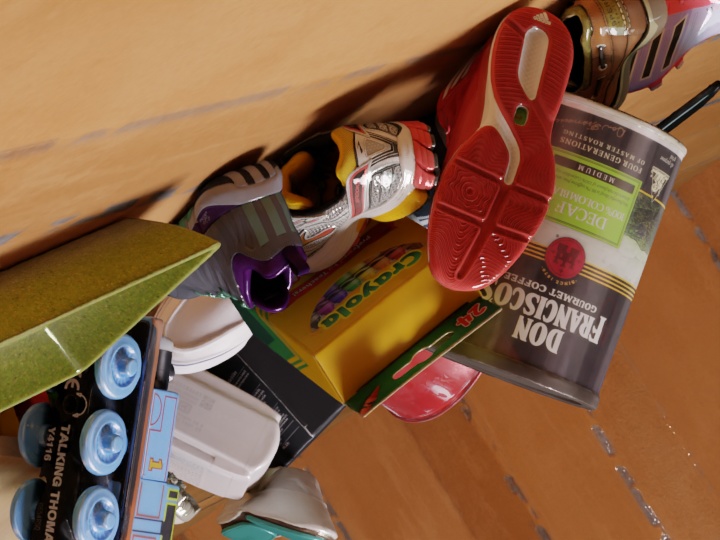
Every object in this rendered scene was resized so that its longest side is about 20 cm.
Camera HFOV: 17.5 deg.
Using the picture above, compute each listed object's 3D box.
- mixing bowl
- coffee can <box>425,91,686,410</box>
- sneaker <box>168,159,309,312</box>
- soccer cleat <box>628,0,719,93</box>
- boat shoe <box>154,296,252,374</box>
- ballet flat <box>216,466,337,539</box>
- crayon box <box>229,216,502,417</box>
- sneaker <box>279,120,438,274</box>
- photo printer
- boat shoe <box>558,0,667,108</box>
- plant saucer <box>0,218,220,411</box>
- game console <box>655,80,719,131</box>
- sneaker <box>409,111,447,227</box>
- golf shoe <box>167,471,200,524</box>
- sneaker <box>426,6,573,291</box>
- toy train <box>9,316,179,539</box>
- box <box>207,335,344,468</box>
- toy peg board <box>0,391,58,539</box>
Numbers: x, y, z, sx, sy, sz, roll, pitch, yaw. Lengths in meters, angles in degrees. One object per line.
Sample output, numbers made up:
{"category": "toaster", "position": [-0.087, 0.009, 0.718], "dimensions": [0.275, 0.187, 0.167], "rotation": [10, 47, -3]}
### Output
{"category": "mixing bowl", "position": [0.027, 0.018, 1.957], "dimensions": [0.108, 0.201, 0.200], "rotation": [19, 141, -31]}
{"category": "coffee can", "position": [0.135, -0.018, 1.687], "dimensions": [0.146, 0.146, 0.201], "rotation": [52, 58, -83]}
{"category": "sneaker", "position": [-0.090, 0.002, 1.573], "dimensions": [0.074, 0.088, 0.200], "rotation": [-22, 169, -23]}
{"category": "soccer cleat", "position": [0.256, -0.206, 1.867], "dimensions": [0.199, 0.067, 0.077], "rotation": [-25, 136, 7]}
{"category": "boat shoe", "position": [-0.079, -0.001, 1.746], "dimensions": [0.200, 0.074, 0.065], "rotation": [-42, 171, -8]}
{"category": "ballet flat", "position": [-0.069, 0.195, 1.957], "dimensions": [0.069, 0.070, 0.200], "rotation": [-29, -175, -22]}
{"category": "crayon box", "position": [-0.001, 0.018, 1.635], "dimensions": [0.127, 0.051, 0.200], "rotation": [-38, -151, -12]}
{"category": "sneaker", "position": [-0.033, -0.055, 1.585], "dimensions": [0.082, 0.078, 0.200], "rotation": [5, 156, -33]}
{"category": "photo printer", "position": [-0.147, 0.122, 1.890], "dimensions": [0.070, 0.166, 0.200], "rotation": [-64, 179, -13]}
{"category": "boat shoe", "position": [0.159, -0.159, 1.705], "dimensions": [0.068, 0.072, 0.200], "rotation": [-25, 162, -18]}
{"category": "plant saucer", "position": [-0.213, 0.038, 1.458], "dimensions": [0.200, 0.048, 0.200], "rotation": [-27, 171, -43]}
{"category": "game console", "position": [0.188, -0.124, 1.899], "dimensions": [0.200, 0.175, 0.117], "rotation": [-3, 114, -85]}
{"category": "sneaker", "position": [0.066, -0.078, 1.811], "dimensions": [0.108, 0.070, 0.200], "rotation": [-32, 171, 9]}
{"category": "golf shoe", "position": [-0.208, 0.174, 1.833], "dimensions": [0.199, 0.078, 0.097], "rotation": [21, -110, 45]}
{"category": "sneaker", "position": [0.086, -0.073, 1.596], "dimensions": [0.201, 0.078, 0.115], "rotation": [-68, -170, -14]}
{"category": "toy train", "position": [-0.180, 0.123, 1.645], "dimensions": [0.086, 0.201, 0.114], "rotation": [3, 172, 33]}
{"category": "box", "position": [-0.079, 0.084, 1.963], "dimensions": [0.079, 0.141, 0.200], "rotation": [-45, 178, -18]}
{"category": "toy peg board", "position": [-0.299, 0.150, 1.739], "dimensions": [0.200, 0.098, 0.199], "rotation": [-36, 152, 27]}
